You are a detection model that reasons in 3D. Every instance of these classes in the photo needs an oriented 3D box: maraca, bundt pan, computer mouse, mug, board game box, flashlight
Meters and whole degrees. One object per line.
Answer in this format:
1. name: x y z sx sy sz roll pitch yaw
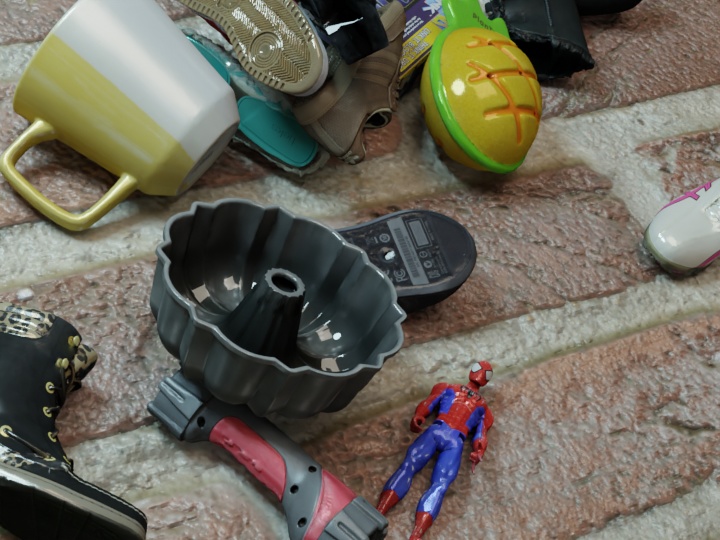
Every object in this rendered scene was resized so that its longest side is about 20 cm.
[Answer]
1. maraca: 0.115 -0.179 1.490 0.137 0.107 0.201 36 43 -34
2. bundt pan: -0.070 0.036 1.197 0.201 0.076 0.202 18 35 -13
3. computer mouse: 0.000 0.000 1.339 0.199 0.053 0.139 -8 57 -14
4. mug: -0.196 -0.129 1.323 0.153 0.187 0.149 40 14 0
5. board game box: -0.005 -0.242 1.533 0.165 0.057 0.200 39 48 8
6. flashlight: -0.072 0.149 1.170 0.200 0.068 0.068 38 14 14

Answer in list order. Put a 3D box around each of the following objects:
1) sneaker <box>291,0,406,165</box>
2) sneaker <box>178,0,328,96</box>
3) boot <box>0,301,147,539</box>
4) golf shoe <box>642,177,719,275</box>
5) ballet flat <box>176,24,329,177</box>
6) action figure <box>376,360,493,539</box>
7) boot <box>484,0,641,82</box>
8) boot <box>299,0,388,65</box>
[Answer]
1. sneaker: 0.001 -0.166 1.405 0.076 0.070 0.200 53 41 -18
2. sneaker: -0.075 -0.205 1.369 0.200 0.071 0.112 44 10 31
3. boot: -0.226 0.112 1.128 0.199 0.073 0.151 21 46 1
4. golf shoe: 0.350 -0.062 1.513 0.199 0.092 0.073 -24 66 -35
5. ballet flat: -0.109 -0.151 1.415 0.200 0.072 0.072 37 47 6
6. action figure: 0.064 0.140 1.248 0.065 0.052 0.200 28 44 5
7. boot: 0.216 -0.267 1.640 0.197 0.074 0.163 7 47 -9
8. boot: -0.047 -0.266 1.355 0.165 0.066 0.200 48 10 -18
